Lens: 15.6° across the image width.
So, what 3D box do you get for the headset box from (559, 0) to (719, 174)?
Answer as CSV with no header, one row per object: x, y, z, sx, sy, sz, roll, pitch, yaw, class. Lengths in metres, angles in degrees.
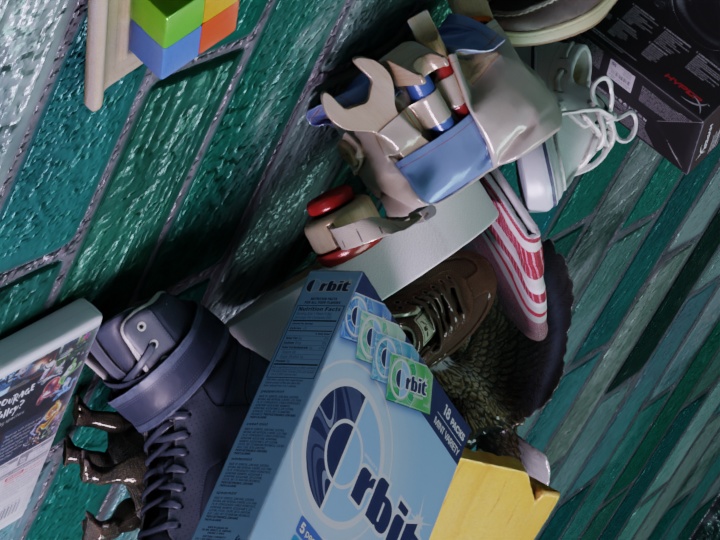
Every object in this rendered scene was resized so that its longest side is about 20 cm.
0.251,-0.192,1.931,0.200,0.149,0.077,-43,161,-25,headset box

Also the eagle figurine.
0.083,0.073,1.962,0.151,0.151,0.200,73,32,-46,eagle figurine

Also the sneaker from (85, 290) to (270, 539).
-0.126,0.107,1.572,0.077,0.146,0.203,-24,-151,47,sneaker

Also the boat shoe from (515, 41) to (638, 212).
0.148,-0.104,1.805,0.202,0.086,0.075,-83,166,-63,boat shoe

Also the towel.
0.086,-0.039,1.839,0.023,0.144,0.200,-32,160,-7,towel

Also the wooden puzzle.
-0.061,-0.182,1.334,0.200,0.046,0.185,-42,160,-28,wooden puzzle

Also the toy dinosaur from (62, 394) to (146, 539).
-0.130,0.127,1.654,0.102,0.200,0.077,0,127,-19,toy dinosaur

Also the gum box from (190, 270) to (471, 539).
-0.013,0.129,1.598,0.170,0.044,0.200,55,48,-42,gum box

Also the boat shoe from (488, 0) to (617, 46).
0.153,-0.217,1.796,0.200,0.072,0.072,-29,124,-28,boat shoe

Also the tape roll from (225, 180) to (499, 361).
0.000,0.000,1.735,0.202,0.037,0.203,-33,-176,2,tape roll

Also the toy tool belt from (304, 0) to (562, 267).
0.023,-0.101,1.649,0.200,0.123,0.125,-33,-170,-28,toy tool belt

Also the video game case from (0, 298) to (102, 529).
-0.246,0.118,1.528,0.200,0.023,0.182,-30,154,-47,video game case

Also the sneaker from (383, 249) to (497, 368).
0.034,0.045,1.768,0.200,0.071,0.075,-33,-165,-33,sneaker

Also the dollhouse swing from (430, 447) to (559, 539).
-0.007,0.144,1.828,0.200,0.176,0.182,15,119,-30,dollhouse swing
